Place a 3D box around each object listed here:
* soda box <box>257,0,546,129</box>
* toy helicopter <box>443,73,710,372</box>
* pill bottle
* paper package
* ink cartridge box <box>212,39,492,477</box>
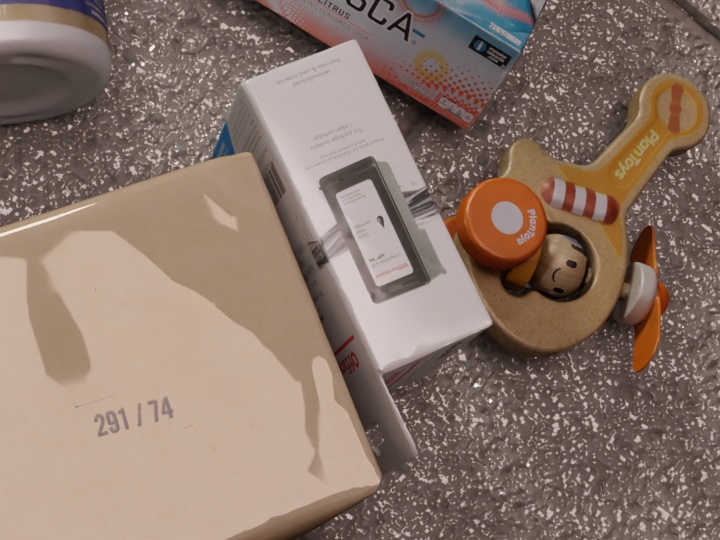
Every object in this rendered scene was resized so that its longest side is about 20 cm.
[{"bbox_3d":[-0.001,-0.166,0.902,0.199,0.068,0.064,31,45,-4],"label":"soda box"},{"bbox_3d":[0.137,-0.031,0.904,0.132,0.079,0.200,43,66,0],"label":"toy helicopter"},{"bbox_3d":[-0.195,-0.186,0.845,0.110,0.111,0.201,-6,76,-15],"label":"pill bottle"},{"bbox_3d":[-0.118,0.065,0.798,0.199,0.103,0.191,-19,80,-17],"label":"paper package"},{"bbox_3d":[0.000,0.000,0.838,0.068,0.116,0.201,-22,81,-17],"label":"ink cartridge box"}]
